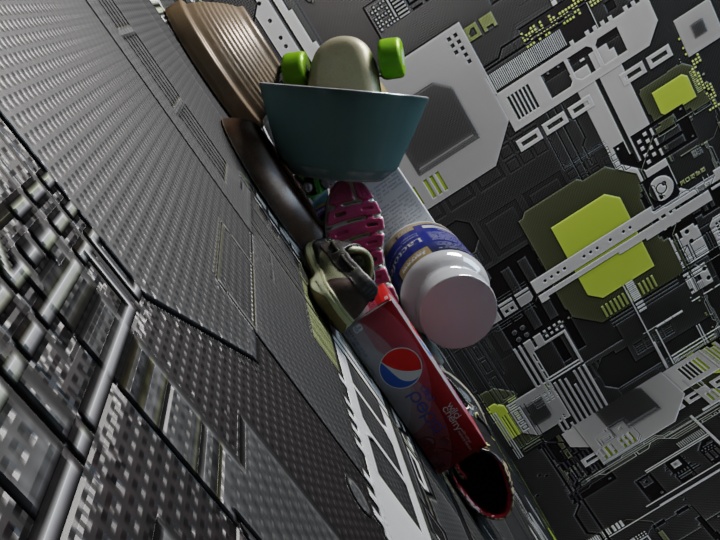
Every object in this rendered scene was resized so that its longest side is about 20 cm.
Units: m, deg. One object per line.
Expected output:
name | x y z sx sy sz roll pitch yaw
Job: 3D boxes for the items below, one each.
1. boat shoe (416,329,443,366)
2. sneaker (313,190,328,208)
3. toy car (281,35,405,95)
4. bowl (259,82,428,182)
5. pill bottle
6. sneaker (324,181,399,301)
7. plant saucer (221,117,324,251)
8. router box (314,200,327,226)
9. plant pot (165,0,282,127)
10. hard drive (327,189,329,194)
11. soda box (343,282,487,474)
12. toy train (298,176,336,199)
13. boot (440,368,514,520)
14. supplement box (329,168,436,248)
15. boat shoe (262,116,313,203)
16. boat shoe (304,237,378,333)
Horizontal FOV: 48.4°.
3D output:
boat shoe | 0.056 0.095 1.057 0.071 0.064 0.200 45 7 -10
sneaker | -0.041 -0.114 1.434 0.200 0.079 0.131 55 6 -48
toy car | -0.006 -0.226 1.151 0.200 0.164 0.158 43 43 -73
bowl | -0.024 -0.165 0.957 0.201 0.200 0.105 -108 -157 -76
pill bottle | 0.099 0.016 1.019 0.116 0.116 0.200 56 2 -21
sneaker | -0.003 -0.014 0.997 0.087 0.074 0.200 -169 -118 -79
plant saucer | -0.097 -0.104 0.960 0.200 0.032 0.200 58 3 -5
router box | 0.000 0.000 1.193 0.157 0.052 0.200 59 4 23
plant pot | -0.172 -0.295 1.098 0.201 0.093 0.201 56 4 -6
hard drive | 0.010 -0.092 1.343 0.200 0.025 0.132 47 21 -36
soda box | 0.055 0.116 0.862 0.200 0.063 0.070 56 4 -15
toy train | -0.038 -0.145 1.141 0.200 0.056 0.042 -62 140 -67
boot | 0.131 0.216 1.004 0.200 0.073 0.151 63 4 6
supplement box | 0.053 -0.056 1.153 0.200 0.103 0.101 53 3 -18
boat shoe | -0.101 -0.172 1.172 0.074 0.068 0.199 53 6 -49
boat shoe | -0.015 0.004 0.834 0.072 0.066 0.201 59 4 -17
